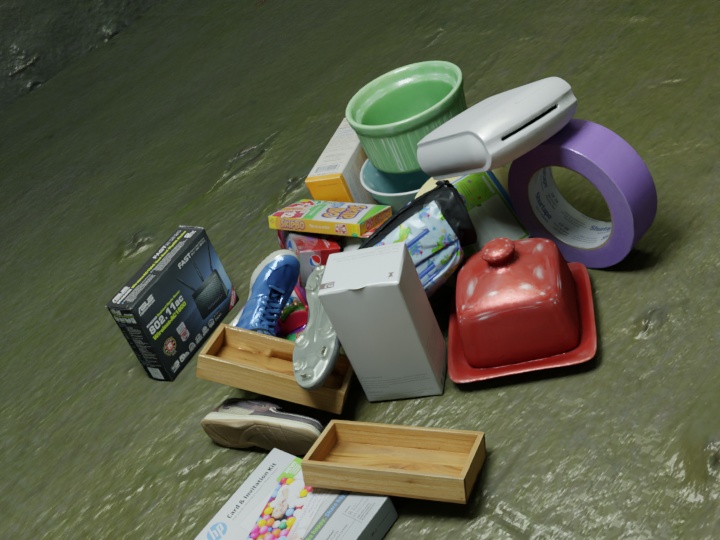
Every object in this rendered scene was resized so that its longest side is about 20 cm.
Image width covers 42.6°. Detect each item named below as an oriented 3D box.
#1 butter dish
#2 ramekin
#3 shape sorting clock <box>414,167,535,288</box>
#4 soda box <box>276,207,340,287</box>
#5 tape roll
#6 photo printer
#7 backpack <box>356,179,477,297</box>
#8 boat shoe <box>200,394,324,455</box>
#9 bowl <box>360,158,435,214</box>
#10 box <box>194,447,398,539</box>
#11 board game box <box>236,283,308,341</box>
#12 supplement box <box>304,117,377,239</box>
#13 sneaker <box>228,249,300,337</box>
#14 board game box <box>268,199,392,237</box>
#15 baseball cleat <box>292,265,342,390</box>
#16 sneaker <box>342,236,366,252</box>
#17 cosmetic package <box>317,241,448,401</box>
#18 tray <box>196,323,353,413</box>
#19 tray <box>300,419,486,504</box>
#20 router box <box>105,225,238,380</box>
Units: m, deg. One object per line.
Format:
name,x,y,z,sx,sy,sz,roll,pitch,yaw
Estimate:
butter dish,0.194,0.025,1.198,0.196,0.149,0.202,-11,35,17
ramekin,0.083,-0.244,1.493,0.197,0.099,0.201,-17,34,11
shape sorting clock,0.167,-0.067,1.372,0.196,0.039,0.204,-2,68,6
soda box,-0.087,-0.042,1.512,0.069,0.065,0.200,-6,25,-13
tape roll,0.299,-0.103,1.258,0.198,0.202,0.066,15,49,44
photo printer,0.182,-0.187,1.227,0.165,0.070,0.199,-32,12,-18
backpack,0.067,-0.018,1.277,0.197,0.156,0.163,-25,2,6
boat shoe,-0.126,0.199,1.232,0.197,0.072,0.065,-5,42,37
bowl,0.107,-0.142,1.521,0.197,0.106,0.202,-16,33,11
box,-0.077,0.302,1.085,0.198,0.042,0.156,11,46,43
board game box,-0.121,0.054,1.453,0.197,0.039,0.159,-2,40,32
supplement box,-0.011,-0.165,1.610,0.072,0.127,0.201,-5,37,29
sneaker,-0.137,0.074,1.355,0.201,0.076,0.111,-54,36,8
board game box,-0.042,-0.083,1.467,0.197,0.031,0.095,10,26,33
baseball cleat,-0.038,0.088,1.233,0.069,0.107,0.202,-13,45,23
sneaker,0.000,0.000,1.428,0.080,0.077,0.200,-34,33,0
cosmetic package,0.033,0.070,1.187,0.111,0.202,0.082,-7,37,19
tray,-0.110,0.131,1.242,0.196,0.038,0.099,15,23,5
tray,0.040,0.222,1.083,0.196,0.038,0.099,0,22,23
router box,-0.293,0.049,1.468,0.061,0.151,0.201,4,42,34
